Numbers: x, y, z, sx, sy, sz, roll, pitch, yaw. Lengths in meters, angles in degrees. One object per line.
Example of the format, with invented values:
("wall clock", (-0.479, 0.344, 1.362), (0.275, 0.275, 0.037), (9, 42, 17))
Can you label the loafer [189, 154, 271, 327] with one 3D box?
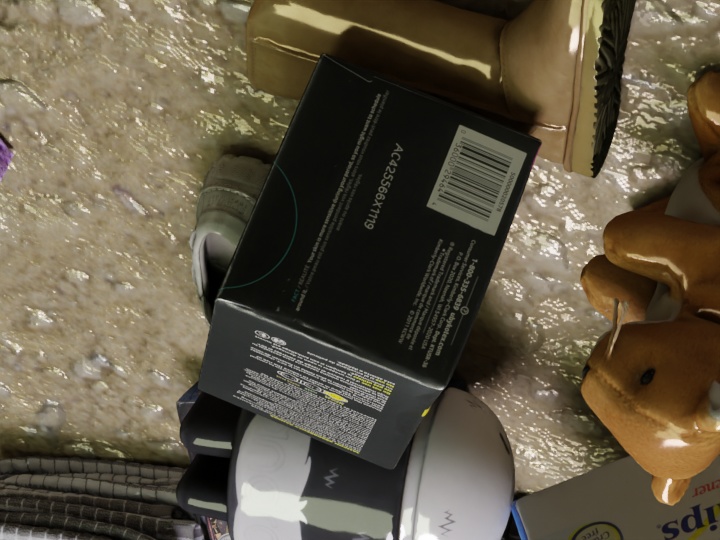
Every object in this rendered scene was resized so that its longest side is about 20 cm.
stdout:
("loafer", (-0.071, 0.017, 1.610), (0.069, 0.070, 0.201), (11, 140, 18))

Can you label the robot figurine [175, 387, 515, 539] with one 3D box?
("robot figurine", (-0.007, 0.119, 1.592), (0.199, 0.125, 0.151), (9, 153, 10))

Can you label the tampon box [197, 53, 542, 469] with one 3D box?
("tampon box", (0.000, 0.000, 1.436), (0.126, 0.151, 0.200), (22, 164, 0))

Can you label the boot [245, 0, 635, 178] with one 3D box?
("boot", (0.038, -0.129, 1.386), (0.199, 0.066, 0.176), (17, 141, 11))

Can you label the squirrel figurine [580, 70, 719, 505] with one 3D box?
("squirrel figurine", (0.208, 0.036, 1.386), (0.199, 0.187, 0.142), (27, 142, -4))

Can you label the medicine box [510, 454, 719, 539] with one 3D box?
("medicine box", (0.207, 0.201, 1.588), (0.181, 0.103, 0.201), (-21, 131, 1))

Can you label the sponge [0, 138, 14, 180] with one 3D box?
("sponge", (-0.318, -0.080, 1.663), (0.199, 0.030, 0.112), (-15, 128, 39))

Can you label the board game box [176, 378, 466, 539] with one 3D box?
("board game box", (-0.014, 0.138, 1.710), (0.199, 0.035, 0.136), (-2, 111, 30))

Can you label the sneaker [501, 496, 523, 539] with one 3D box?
("sneaker", (0.094, 0.207, 1.761), (0.199, 0.076, 0.115), (-1, 149, 31))

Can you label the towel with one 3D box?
("towel", (-0.177, 0.222, 1.866), (0.199, 0.086, 0.166), (3, 123, 25))
